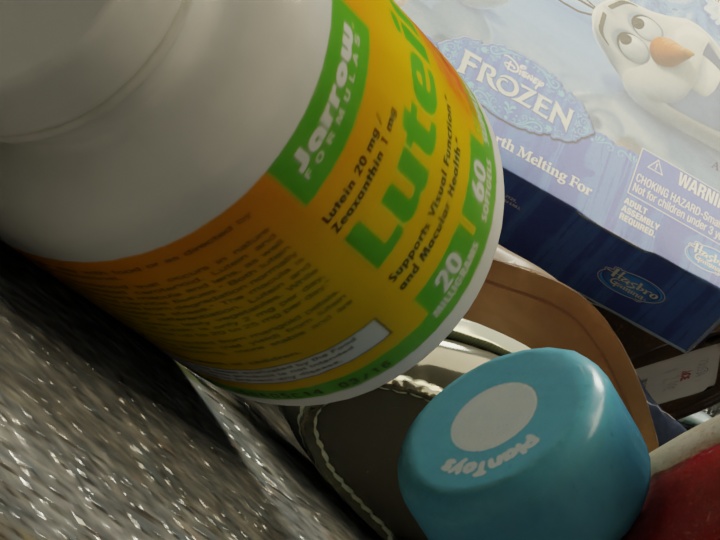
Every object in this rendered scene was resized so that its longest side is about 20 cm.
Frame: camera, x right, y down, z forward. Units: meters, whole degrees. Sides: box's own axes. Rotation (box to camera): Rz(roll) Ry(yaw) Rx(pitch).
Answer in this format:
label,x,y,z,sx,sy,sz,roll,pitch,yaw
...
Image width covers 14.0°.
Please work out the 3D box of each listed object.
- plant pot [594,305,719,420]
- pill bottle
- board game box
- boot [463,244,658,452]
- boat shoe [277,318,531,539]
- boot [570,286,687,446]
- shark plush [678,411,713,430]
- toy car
label,x,y,z,sx,sy,sz,roll,pitch,yaw
plant pot,0.091,-0.043,1.168,0.187,0.186,0.201,39,31,-64
pill bottle,-0.046,-0.045,0.731,0.111,0.111,0.200,52,5,28
board game box,0.063,-0.100,1.043,0.200,0.043,0.199,28,51,-10
boot,0.000,0.000,0.956,0.200,0.070,0.146,43,-5,-40
boat shoe,0.053,0.080,0.892,0.202,0.072,0.060,36,28,-33
boot,0.037,0.025,1.058,0.200,0.090,0.073,53,6,38
shark plush,0.083,0.024,1.330,0.091,0.083,0.200,41,-6,-41
toy car,0.120,0.124,0.711,0.185,0.176,0.200,60,11,-31
